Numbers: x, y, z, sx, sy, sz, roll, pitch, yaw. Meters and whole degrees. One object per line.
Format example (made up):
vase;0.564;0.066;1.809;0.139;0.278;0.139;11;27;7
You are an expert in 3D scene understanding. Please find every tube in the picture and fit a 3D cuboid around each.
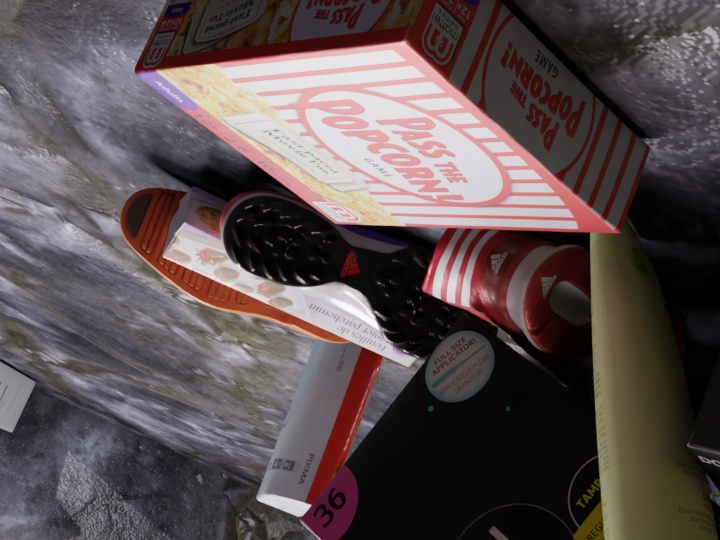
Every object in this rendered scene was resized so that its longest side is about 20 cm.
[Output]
tube;0.131;0.055;0.614;0.051;0.203;0.058;6;149;-13

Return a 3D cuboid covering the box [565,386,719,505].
box;0.189;0.162;0.884;0.190;0.124;0.199;15;-177;26

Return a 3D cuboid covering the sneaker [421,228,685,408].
sneaker;0.111;0.021;0.777;0.115;0.079;0.200;31;171;41

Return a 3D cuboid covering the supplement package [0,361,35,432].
supplement package;-0.736;0.213;2.514;0.112;0.111;0.200;14;162;30

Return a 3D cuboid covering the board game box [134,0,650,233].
board game box;0.010;-0.075;0.610;0.151;0.047;0.199;35;161;-36

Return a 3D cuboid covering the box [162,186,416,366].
box;-0.039;0.006;0.916;0.198;0.042;0.039;26;131;-17

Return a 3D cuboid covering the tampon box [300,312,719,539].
tampon box;0.097;0.151;0.706;0.199;0.150;0.126;37;176;42

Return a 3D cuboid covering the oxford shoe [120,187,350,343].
oxford shoe;-0.088;0.002;0.965;0.198;0.072;0.073;28;168;-18

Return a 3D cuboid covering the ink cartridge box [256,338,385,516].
ink cartridge box;-0.028;0.110;1.059;0.047;0.162;0.200;22;164;-3

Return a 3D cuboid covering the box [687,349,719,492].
box;0.256;0.076;0.605;0.147;0.126;0.200;14;161;33

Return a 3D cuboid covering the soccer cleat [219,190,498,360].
soccer cleat;0.000;0.000;0.866;0.198;0.069;0.073;24;-172;-14
